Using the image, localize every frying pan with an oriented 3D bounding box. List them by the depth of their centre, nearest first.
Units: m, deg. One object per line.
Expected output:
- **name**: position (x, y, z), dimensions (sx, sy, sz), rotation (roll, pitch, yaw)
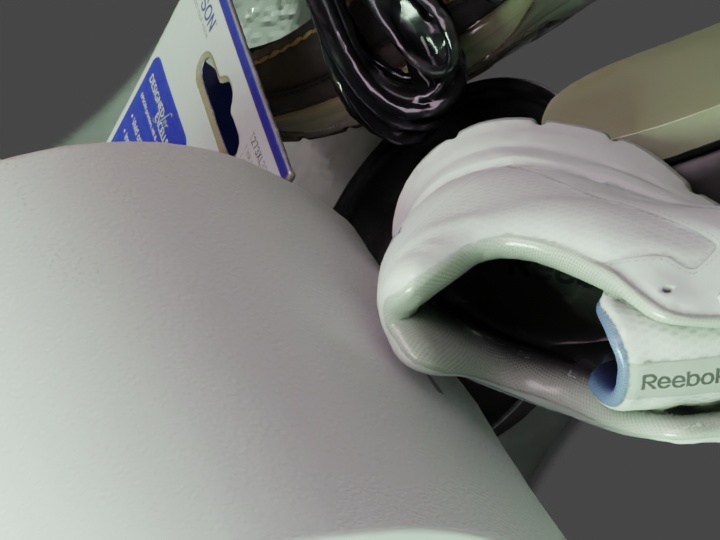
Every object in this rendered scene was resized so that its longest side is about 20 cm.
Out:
- **frying pan**: position (0.000, 0.015, 0.808), dimensions (0.190, 0.031, 0.116), rotation (-25, 51, 39)

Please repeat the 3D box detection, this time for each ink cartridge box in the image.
- **ink cartridge box**: position (-0.060, 0.016, 0.797), dimensions (0.200, 0.037, 0.095), rotation (-61, 34, 35)

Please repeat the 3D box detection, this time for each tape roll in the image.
- **tape roll**: position (-0.057, 0.090, 0.678), dimensions (0.203, 0.202, 0.139), rotation (-43, 48, 10)

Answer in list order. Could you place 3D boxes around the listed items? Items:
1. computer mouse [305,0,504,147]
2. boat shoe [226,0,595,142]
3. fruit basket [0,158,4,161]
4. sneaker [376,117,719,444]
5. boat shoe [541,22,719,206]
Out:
- **computer mouse**: position (0.035, -0.130, 0.715), dimensions (0.053, 0.139, 0.200), rotation (-35, 1, -42)
- **boat shoe**: position (0.042, -0.103, 0.800), dimensions (0.199, 0.074, 0.074), rotation (-27, 5, 16)
- **fruit basket**: position (-0.236, -0.011, 0.906), dimensions (0.185, 0.200, 0.094), rotation (-28, 70, 23)
- **sneaker**: position (0.096, 0.016, 0.649), dimensions (0.199, 0.075, 0.087), rotation (4, 21, 15)
- **boat shoe**: position (0.147, -0.042, 0.701), dimensions (0.200, 0.063, 0.074), rotation (-19, 22, 18)
